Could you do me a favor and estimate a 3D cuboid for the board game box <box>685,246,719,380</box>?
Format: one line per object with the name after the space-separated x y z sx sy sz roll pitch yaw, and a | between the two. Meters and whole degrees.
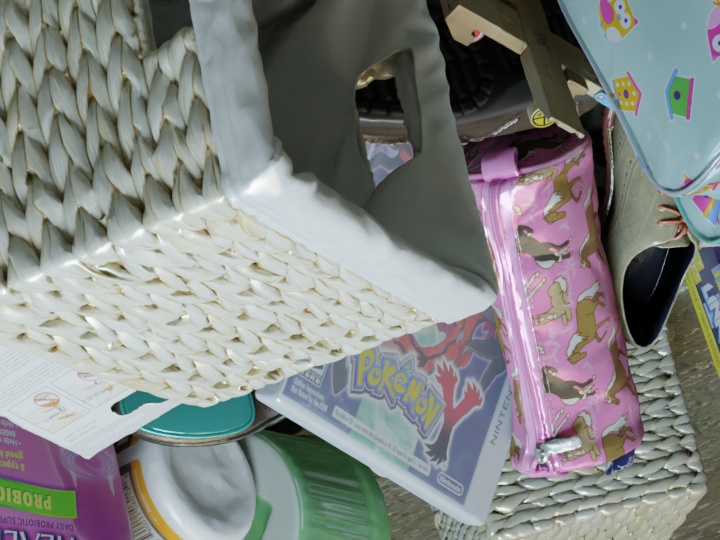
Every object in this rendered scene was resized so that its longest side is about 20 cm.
0.321 0.042 1.149 0.164 0.202 0.057 0 154 -34 | board game box

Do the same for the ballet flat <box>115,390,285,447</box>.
-0.075 0.086 1.153 0.197 0.069 0.068 -12 165 -10 | ballet flat

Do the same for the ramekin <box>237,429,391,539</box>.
-0.081 0.221 1.285 0.199 0.202 0.097 -31 146 29 | ramekin

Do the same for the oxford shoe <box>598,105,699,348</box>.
0.177 -0.050 0.924 0.069 0.075 0.202 -3 121 -17 | oxford shoe

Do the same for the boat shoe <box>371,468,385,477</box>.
0.076 0.053 1.054 0.061 0.201 0.075 10 143 47 | boat shoe

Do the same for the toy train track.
0.107 -0.087 0.797 0.199 0.116 0.032 23 131 -35 | toy train track

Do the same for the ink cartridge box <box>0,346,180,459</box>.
-0.171 0.023 0.913 0.160 0.051 0.199 -30 140 26 | ink cartridge box

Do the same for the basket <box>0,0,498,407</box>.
-0.065 -0.068 0.662 0.159 0.201 0.199 -22 157 23 | basket

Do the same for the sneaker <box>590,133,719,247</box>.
0.183 -0.043 1.043 0.197 0.078 0.085 4 152 -20 | sneaker

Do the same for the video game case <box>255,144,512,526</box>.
0.039 0.025 0.910 0.023 0.184 0.199 6 159 43 | video game case

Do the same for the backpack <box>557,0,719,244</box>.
0.198 -0.128 0.732 0.152 0.177 0.200 5 145 -48 | backpack

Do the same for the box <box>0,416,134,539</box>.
-0.238 0.168 1.050 0.096 0.202 0.175 -27 154 24 | box

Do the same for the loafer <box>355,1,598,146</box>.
0.047 -0.090 0.835 0.198 0.074 0.071 -5 153 -26 | loafer

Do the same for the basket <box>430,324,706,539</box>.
0.157 0.151 1.314 0.196 0.163 0.201 -11 154 -11 | basket

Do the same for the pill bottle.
-0.185 0.191 1.241 0.199 0.118 0.116 -31 153 29 | pill bottle

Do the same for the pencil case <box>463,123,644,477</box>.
0.105 0.017 0.908 0.082 0.202 0.087 -16 -160 -7 | pencil case
